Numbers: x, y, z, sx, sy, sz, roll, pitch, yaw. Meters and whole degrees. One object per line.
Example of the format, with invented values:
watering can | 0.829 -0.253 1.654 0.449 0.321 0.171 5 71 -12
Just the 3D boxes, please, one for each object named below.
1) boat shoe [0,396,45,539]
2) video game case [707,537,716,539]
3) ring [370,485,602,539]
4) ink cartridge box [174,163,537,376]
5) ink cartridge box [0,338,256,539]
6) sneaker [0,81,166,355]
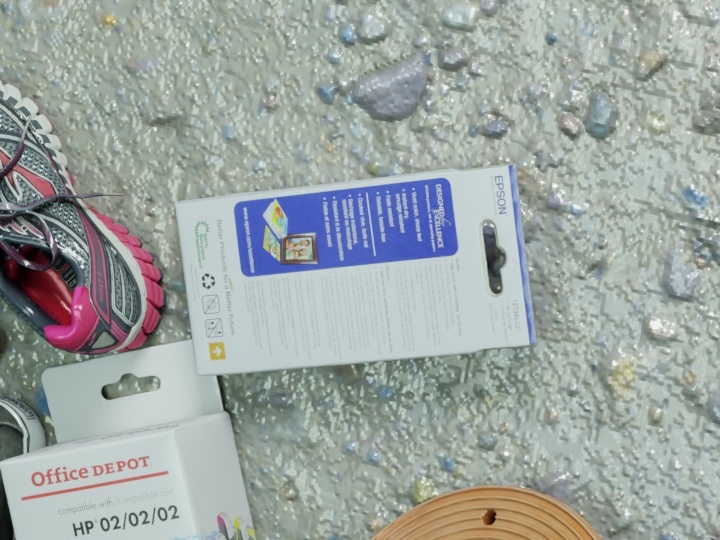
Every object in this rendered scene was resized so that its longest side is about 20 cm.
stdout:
boat shoe | -0.227 0.170 1.529 0.071 0.064 0.201 12 101 23
video game case | 0.172 0.264 1.329 0.200 0.036 0.181 -48 65 5
ring | 0.053 0.205 1.381 0.200 0.019 0.201 -19 56 30
ink cartridge box | 0.000 0.000 1.419 0.200 0.037 0.095 -6 93 28
ink cartridge box | -0.122 0.146 1.474 0.115 0.068 0.200 -12 91 25
sneaker | -0.190 -0.036 1.481 0.200 0.075 0.081 44 112 16
